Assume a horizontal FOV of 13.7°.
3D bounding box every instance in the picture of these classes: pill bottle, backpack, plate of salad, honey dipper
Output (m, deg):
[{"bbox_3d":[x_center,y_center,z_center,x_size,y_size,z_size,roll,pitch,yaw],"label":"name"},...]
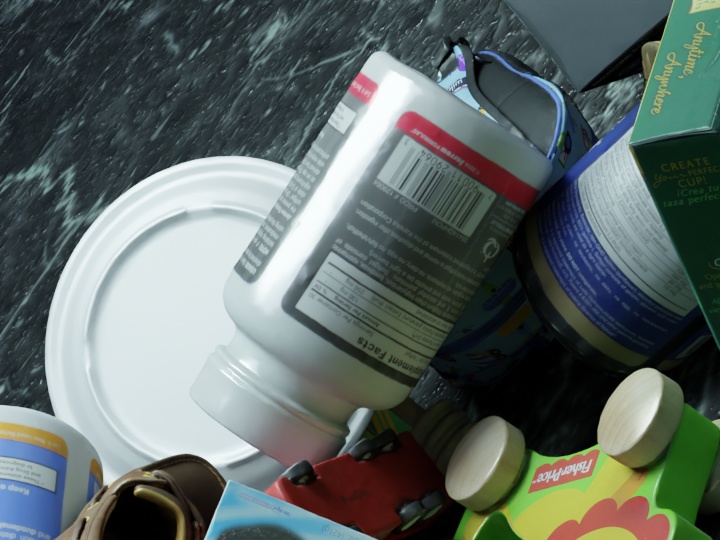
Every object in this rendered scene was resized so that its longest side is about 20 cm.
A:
[{"bbox_3d":[0.175,-0.042,1.478,0.200,0.112,0.112,-44,18,35],"label":"pill bottle"},{"bbox_3d":[-0.190,0.178,1.514,0.112,0.112,0.200,-33,42,38],"label":"pill bottle"},{"bbox_3d":[0.070,-0.021,1.663,0.183,0.134,0.200,-49,21,-1],"label":"backpack"},{"bbox_3d":[-0.074,0.038,1.614,0.200,0.200,0.048,-47,-22,6],"label":"plate of salad"},{"bbox_3d":[0.000,0.000,1.513,0.200,0.111,0.111,-57,19,4],"label":"pill bottle"},{"bbox_3d":[-0.006,0.053,1.627,0.038,0.200,0.038,-45,-22,-23],"label":"honey dipper"}]

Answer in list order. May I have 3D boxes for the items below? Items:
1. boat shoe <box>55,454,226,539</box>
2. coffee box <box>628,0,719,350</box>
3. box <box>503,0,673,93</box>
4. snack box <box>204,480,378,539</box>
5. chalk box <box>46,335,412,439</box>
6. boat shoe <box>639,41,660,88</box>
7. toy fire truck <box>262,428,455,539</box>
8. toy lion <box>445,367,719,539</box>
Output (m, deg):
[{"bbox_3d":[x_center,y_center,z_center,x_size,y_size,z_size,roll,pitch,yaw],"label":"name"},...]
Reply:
[{"bbox_3d":[-0.104,0.135,1.467,0.068,0.072,0.200,-43,-2,25],"label":"boat shoe"},{"bbox_3d":[0.180,-0.020,1.329,0.044,0.200,0.123,-8,39,27],"label":"coffee box"},{"bbox_3d":[0.196,-0.198,1.736,0.200,0.079,0.141,-41,-10,23],"label":"box"},{"bbox_3d":[0.014,0.182,1.301,0.037,0.200,0.116,49,-118,-77],"label":"snack box"},{"bbox_3d":[-0.086,0.076,1.720,0.124,0.200,0.125,-13,41,59],"label":"chalk box"},{"bbox_3d":[0.206,-0.099,1.638,0.067,0.072,0.200,-18,6,-11],"label":"boat shoe"},{"bbox_3d":[-0.024,0.145,1.524,0.141,0.049,0.200,-46,-14,25],"label":"toy fire truck"},{"bbox_3d":[0.098,0.151,1.409,0.200,0.069,0.192,-21,41,54],"label":"toy lion"}]
